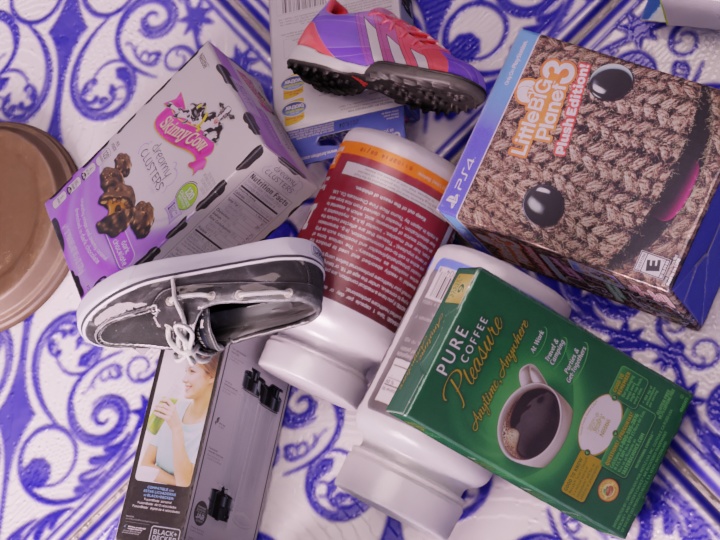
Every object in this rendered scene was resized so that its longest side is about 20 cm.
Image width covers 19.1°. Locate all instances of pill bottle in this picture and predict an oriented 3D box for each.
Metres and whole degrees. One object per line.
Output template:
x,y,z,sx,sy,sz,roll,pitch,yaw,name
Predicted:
0.066,0.092,1.602,0.114,0.114,0.200,23,82,28,pill bottle
0.000,0.000,1.663,0.113,0.113,0.200,20,80,28,pill bottle

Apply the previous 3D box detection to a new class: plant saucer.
-0.333,-0.040,1.872,0.199,0.029,0.201,-8,69,22,plant saucer

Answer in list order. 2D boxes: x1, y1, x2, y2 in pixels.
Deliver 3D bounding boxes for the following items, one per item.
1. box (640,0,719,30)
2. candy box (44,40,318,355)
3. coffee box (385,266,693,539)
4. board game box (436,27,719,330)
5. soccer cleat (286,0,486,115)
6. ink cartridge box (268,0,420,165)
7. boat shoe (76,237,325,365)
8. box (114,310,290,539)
0.320,-0.236,1.636,0.199,0.048,0.122,11,63,26,box
-0.148,-0.061,1.731,0.200,0.072,0.168,-44,38,11,candy box
0.130,0.095,1.540,0.123,0.200,0.044,-64,18,-8,coffee box
0.187,-0.070,1.616,0.200,0.097,0.160,20,80,28,board game box
0.026,-0.171,1.679,0.200,0.068,0.073,15,75,46,soccer cleat
-0.014,-0.179,1.777,0.119,0.042,0.201,-11,65,19,ink cartridge box
-0.120,0.034,1.595,0.199,0.074,0.068,-11,52,11,boat shoe
-0.116,0.129,1.668,0.060,0.117,0.201,5,75,27,box
